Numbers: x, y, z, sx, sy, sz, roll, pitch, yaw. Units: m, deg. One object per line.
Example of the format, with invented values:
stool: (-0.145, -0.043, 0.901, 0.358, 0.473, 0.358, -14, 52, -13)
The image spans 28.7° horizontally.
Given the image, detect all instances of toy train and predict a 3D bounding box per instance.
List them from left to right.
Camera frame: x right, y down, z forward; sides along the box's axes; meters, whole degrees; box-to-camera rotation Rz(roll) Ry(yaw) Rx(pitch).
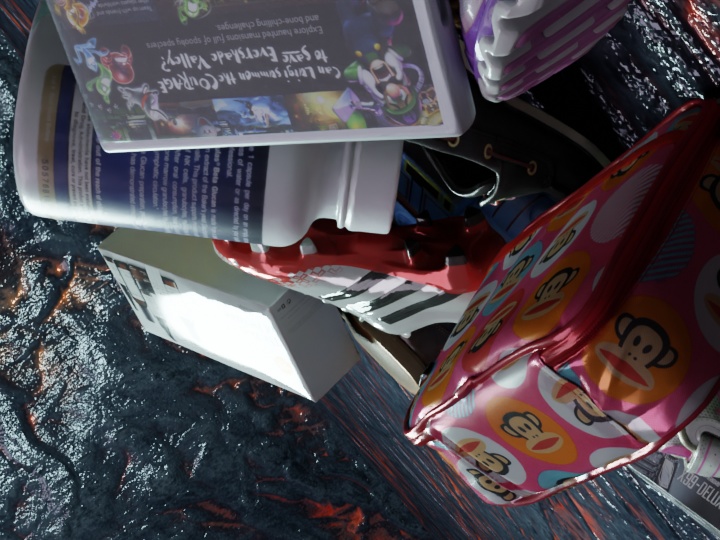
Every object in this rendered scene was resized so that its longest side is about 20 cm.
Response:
toy train: (0.091, -0.022, 0.855, 0.200, 0.087, 0.114, 46, 164, 17)

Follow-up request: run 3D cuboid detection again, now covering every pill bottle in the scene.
pill bottle: (-0.077, -0.072, 0.761, 0.198, 0.112, 0.111, 7, 168, -1)

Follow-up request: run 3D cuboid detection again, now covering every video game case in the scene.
video game case: (-0.060, -0.139, 0.610, 0.198, 0.023, 0.183, 0, 122, 29)

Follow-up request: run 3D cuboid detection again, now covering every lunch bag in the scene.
lunch bag: (0.114, 0.011, 0.652, 0.082, 0.177, 0.200, 39, 150, -5)

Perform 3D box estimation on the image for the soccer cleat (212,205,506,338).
soccer cleat: (0.000, 0.000, 0.830, 0.198, 0.069, 0.086, 6, 137, 28)

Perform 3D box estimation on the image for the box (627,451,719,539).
box: (0.267, 0.168, 0.848, 0.157, 0.050, 0.200, 37, 179, -43)

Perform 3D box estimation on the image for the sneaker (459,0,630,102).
sneaker: (0.059, -0.147, 0.550, 0.089, 0.080, 0.201, 49, 167, 24)

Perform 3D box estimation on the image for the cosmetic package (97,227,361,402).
cosmetic package: (-0.093, 0.020, 0.951, 0.199, 0.051, 0.083, 16, 142, 47)

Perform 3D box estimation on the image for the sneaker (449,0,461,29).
sneaker: (-0.006, -0.188, 0.639, 0.090, 0.075, 0.201, 19, 150, 56)

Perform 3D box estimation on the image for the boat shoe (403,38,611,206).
boat shoe: (0.062, -0.067, 0.720, 0.073, 0.064, 0.201, 26, -179, 44)

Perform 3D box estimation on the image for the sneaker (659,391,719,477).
sneaker: (0.206, 0.082, 0.760, 0.200, 0.088, 0.081, 43, 169, 21)

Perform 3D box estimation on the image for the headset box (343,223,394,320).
headset box: (-0.056, -0.059, 1.056, 0.200, 0.093, 0.174, 44, -154, 5)

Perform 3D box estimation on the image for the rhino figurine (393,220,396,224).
rhino figurine: (0.046, -0.058, 0.971, 0.200, 0.060, 0.087, 45, 165, -3)

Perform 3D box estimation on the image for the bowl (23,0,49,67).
bowl: (-0.160, -0.176, 1.084, 0.104, 0.202, 0.201, 24, 166, 9)

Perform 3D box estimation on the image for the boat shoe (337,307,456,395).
boat shoe: (-0.009, -0.011, 0.924, 0.200, 0.070, 0.070, 45, 169, -2)
